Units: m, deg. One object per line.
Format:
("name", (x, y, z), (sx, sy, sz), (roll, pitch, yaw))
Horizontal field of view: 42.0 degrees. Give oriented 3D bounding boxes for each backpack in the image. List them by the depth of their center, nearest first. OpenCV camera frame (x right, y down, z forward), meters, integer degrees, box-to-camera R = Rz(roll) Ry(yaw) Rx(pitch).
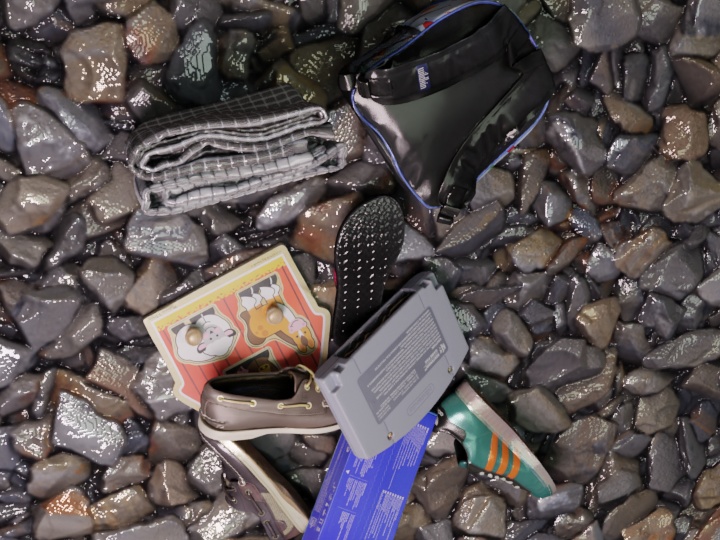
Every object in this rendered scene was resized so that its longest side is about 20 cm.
("backpack", (0.092, -0.184, 0.970), (0.190, 0.154, 0.200), (-34, 120, 4))

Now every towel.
("towel", (-0.127, -0.122, 0.914), (0.199, 0.166, 0.086), (-16, 105, -12))

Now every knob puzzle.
("knob puzzle", (-0.120, 0.096, 1.058), (0.219, 0.030, 0.220), (-5, 109, -16))

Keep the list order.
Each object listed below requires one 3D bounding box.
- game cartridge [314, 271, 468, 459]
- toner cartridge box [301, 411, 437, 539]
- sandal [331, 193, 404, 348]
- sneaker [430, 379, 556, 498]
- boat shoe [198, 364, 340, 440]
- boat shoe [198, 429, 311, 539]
("game cartridge", (0.041, 0.110, 1.062), (0.200, 0.040, 0.134), (-42, 117, -32))
("toner cartridge box", (0.011, 0.246, 1.106), (0.095, 0.043, 0.200), (26, 79, -23))
("sandal", (0.000, 0.000, 1.063), (0.075, 0.045, 0.200), (4, 120, -13))
("sneaker", (0.162, 0.225, 1.170), (0.080, 0.071, 0.200), (-41, 109, 4))
("boat shoe", (-0.078, 0.139, 1.035), (0.199, 0.072, 0.060), (-4, 122, -21))
("boat shoe", (-0.127, 0.248, 1.081), (0.065, 0.072, 0.200), (-39, 122, -4))
